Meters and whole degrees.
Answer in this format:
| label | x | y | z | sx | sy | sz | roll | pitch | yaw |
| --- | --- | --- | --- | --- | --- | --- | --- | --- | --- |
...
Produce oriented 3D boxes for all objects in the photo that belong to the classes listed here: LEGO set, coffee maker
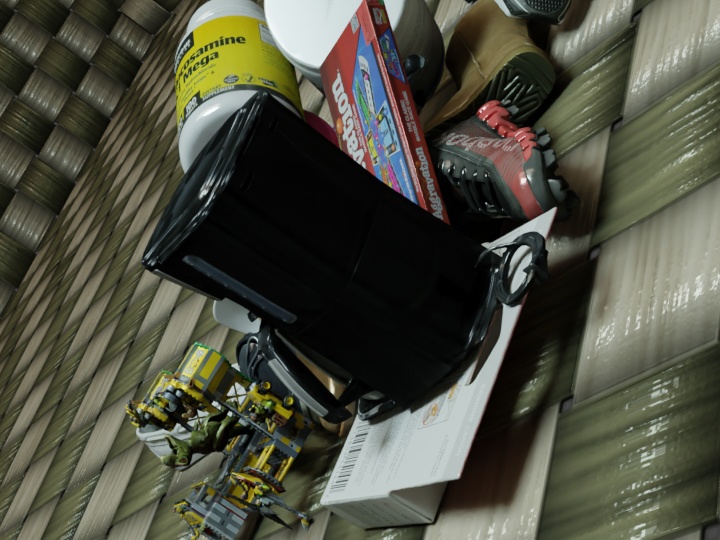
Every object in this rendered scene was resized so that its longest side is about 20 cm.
| label | x | y | z | sx | sy | sz | roll | pitch | yaw |
| --- | --- | --- | --- | --- | --- | --- | --- | --- | --- |
| LEGO set | -0.128 | 0.152 | 1.010 | 0.116 | 0.153 | 0.200 | -59 | 18 | -23 |
| coffee maker | -0.016 | -0.020 | 0.811 | 0.192 | 0.199 | 0.135 | -47 | 21 | 27 |

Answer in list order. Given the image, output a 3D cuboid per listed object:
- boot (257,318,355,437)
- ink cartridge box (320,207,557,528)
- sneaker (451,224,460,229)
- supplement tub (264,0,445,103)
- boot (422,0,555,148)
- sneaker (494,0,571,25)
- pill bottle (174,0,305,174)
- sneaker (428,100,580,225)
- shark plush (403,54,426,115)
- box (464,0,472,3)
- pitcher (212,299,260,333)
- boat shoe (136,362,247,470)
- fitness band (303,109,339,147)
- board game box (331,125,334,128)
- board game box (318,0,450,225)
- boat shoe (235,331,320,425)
| label | x | y | z | sx | sy | sz | roll | pitch | yaw |
| --- | --- | --- | --- | --- | --- | --- | --- | --- | --- |
| boot | -0.047 | 0.045 | 0.962 | 0.074 | 0.075 | 0.201 | 106 | 156 | -45 |
| ink cartridge box | 0.065 | 0.071 | 0.843 | 0.176 | 0.045 | 0.201 | -25 | 37 | 57 |
| sneaker | 0.000 | 0.000 | 1.056 | 0.199 | 0.080 | 0.116 | -25 | 34 | 53 |
| supplement tub | 0.000 | -0.217 | 1.143 | 0.132 | 0.132 | 0.200 | -55 | -14 | 1 |
| boot | 0.097 | -0.158 | 1.120 | 0.175 | 0.066 | 0.200 | -41 | 21 | 16 |
| sneaker | 0.147 | -0.312 | 1.064 | 0.086 | 0.079 | 0.202 | 133 | 132 | -78 |
| pill bottle | -0.111 | -0.160 | 1.128 | 0.112 | 0.112 | 0.201 | -45 | 34 | 26 |
| sneaker | 0.096 | -0.067 | 0.920 | 0.097 | 0.071 | 0.201 | -27 | 20 | 1 |
| shark plush | 0.025 | -0.141 | 1.147 | 0.083 | 0.091 | 0.201 | -38 | -27 | -22 |
| box | 0.093 | -0.385 | 1.280 | 0.159 | 0.199 | 0.050 | -31 | 31 | 49 |
| pitcher | -0.068 | -0.046 | 1.216 | 0.172 | 0.120 | 0.202 | 131 | 161 | -69 |
| boat shoe | -0.154 | 0.133 | 1.227 | 0.200 | 0.065 | 0.074 | -41 | 23 | 35 |
| fitness band | -0.086 | -0.084 | 1.154 | 0.144 | 0.037 | 0.200 | -49 | 36 | -8 |
| board game box | -0.094 | -0.081 | 1.491 | 0.200 | 0.032 | 0.121 | -33 | 33 | 46 |
| board game box | 0.016 | -0.095 | 0.962 | 0.103 | 0.019 | 0.202 | -48 | 53 | 58 |
| boat shoe | -0.070 | 0.089 | 1.068 | 0.200 | 0.062 | 0.075 | -148 | 50 | -75 |
